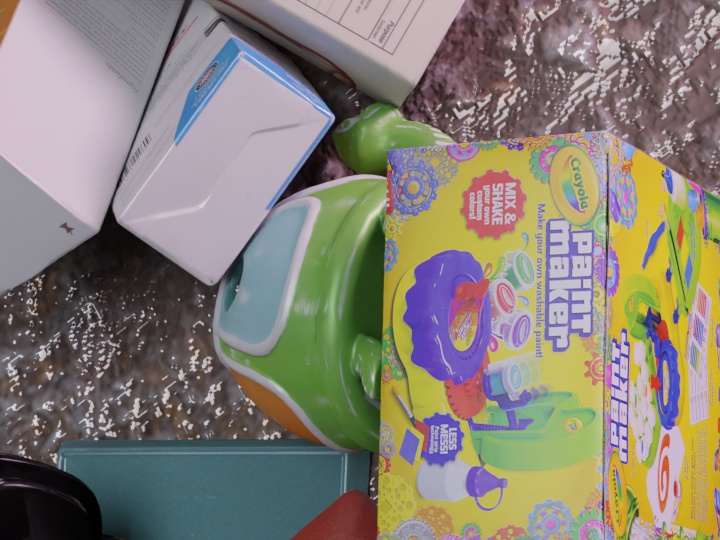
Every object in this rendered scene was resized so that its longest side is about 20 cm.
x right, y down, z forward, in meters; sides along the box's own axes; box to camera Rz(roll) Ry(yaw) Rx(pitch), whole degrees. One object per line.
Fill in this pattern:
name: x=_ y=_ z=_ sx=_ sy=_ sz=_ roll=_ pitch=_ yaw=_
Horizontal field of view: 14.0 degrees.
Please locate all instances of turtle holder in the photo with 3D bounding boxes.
turtle holder: x=-0.007 y=0.004 z=1.567 sx=0.132 sy=0.141 sz=0.186 roll=2 pitch=95 yaw=37

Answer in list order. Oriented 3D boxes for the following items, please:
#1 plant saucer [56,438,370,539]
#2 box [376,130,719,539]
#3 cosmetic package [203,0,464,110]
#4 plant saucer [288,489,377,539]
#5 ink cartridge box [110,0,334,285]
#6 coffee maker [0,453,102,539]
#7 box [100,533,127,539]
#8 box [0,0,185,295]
plant saucer: x=-0.089 y=0.129 z=1.653 sx=0.200 sy=0.019 sz=0.070 roll=-2 pitch=80 yaw=25
box: x=0.104 y=0.050 z=1.476 sx=0.122 sy=0.193 sz=0.200 roll=-3 pitch=78 yaw=25
cosmetic package: x=-0.037 y=-0.183 z=1.595 sx=0.200 sy=0.087 sz=0.103 roll=31 pitch=81 yaw=-1
plant saucer: x=-0.018 y=0.252 z=1.542 sx=0.200 sy=0.037 sz=0.200 roll=-40 pitch=79 yaw=5
ink cartridge box: x=-0.087 y=-0.079 z=1.631 sx=0.068 sy=0.200 sz=0.116 roll=35 pitch=98 yaw=-17
coffee maker: x=-0.255 y=0.151 z=1.609 sx=0.200 sy=0.135 sz=0.192 roll=-9 pitch=94 yaw=35
box: x=-0.103 y=0.263 z=1.609 sx=0.159 sy=0.046 sz=0.200 roll=18 pitch=88 yaw=21
box: x=-0.193 y=-0.093 z=1.633 sx=0.124 sy=0.097 sz=0.200 roll=-30 pitch=31 yaw=37
